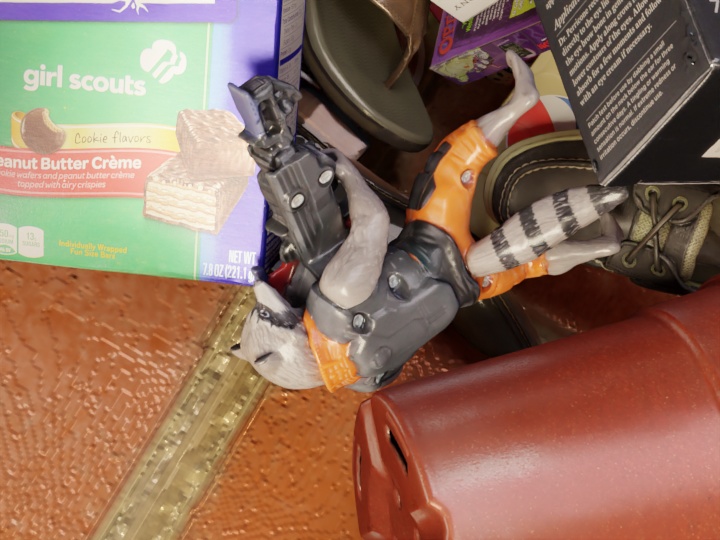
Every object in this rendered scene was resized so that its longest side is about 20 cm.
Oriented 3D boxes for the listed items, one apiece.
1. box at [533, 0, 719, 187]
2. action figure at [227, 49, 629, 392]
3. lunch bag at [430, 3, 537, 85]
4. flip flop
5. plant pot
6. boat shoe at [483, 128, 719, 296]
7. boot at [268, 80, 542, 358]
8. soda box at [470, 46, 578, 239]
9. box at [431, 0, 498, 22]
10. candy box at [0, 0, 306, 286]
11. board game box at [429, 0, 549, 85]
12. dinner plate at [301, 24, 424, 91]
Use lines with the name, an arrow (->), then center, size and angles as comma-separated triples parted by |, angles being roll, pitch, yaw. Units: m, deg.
box -> 0.167, -0.149, 1.022 | 0.148, 0.104, 0.200 | -1, 61, -28
action figure -> 0.018, -0.018, 1.014 | 0.193, 0.200, 0.105 | -37, 44, -5
lunch bag -> 0.128, -0.194, 1.277 | 0.200, 0.082, 0.176 | -26, 77, -27
flip flop -> 0.007, -0.159, 1.155 | 0.081, 0.058, 0.200 | 16, 60, -48
plant pot -> 0.108, 0.115, 1.036 | 0.195, 0.201, 0.201 | -10, 65, -14
boat shoe -> 0.164, -0.025, 1.111 | 0.200, 0.073, 0.065 | 9, 18, -12
boot -> 0.000, 0.000, 1.140 | 0.200, 0.075, 0.097 | 44, 77, 8
soda box -> 0.125, -0.099, 1.158 | 0.068, 0.064, 0.200 | 37, 100, 3
box -> -0.001, -0.237, 1.120 | 0.200, 0.036, 0.144 | 31, 47, -35
candy box -> -0.116, -0.103, 1.049 | 0.169, 0.200, 0.077 | 6, 16, 6
board game box -> 0.101, -0.206, 1.160 | 0.032, 0.120, 0.200 | 28, 65, -33
dinner plate -> -0.041, -0.170, 1.194 | 0.200, 0.024, 0.200 | 36, 34, -29
